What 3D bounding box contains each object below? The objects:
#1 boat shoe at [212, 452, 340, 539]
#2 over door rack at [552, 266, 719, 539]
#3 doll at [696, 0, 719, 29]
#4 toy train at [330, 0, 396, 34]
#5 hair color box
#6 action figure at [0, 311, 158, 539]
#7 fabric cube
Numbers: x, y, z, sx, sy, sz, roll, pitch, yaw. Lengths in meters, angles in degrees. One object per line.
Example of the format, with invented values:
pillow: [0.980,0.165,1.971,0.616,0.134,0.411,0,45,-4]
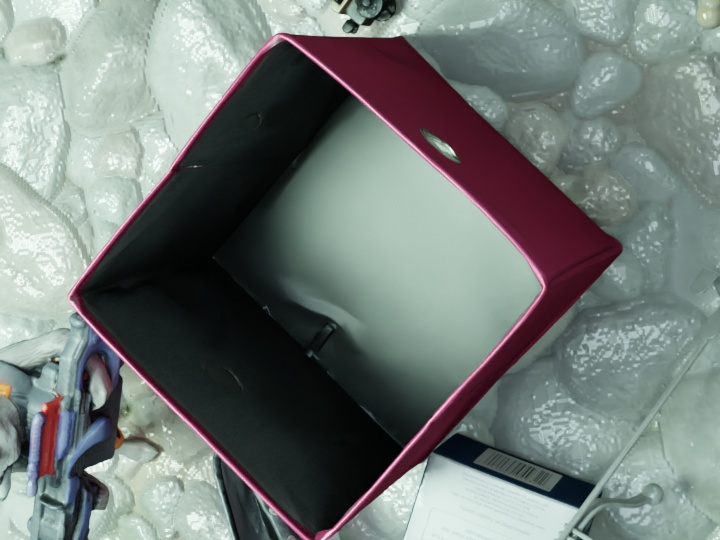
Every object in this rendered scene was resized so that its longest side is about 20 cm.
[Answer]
boat shoe: [-0.042,0.193,1.072,0.072,0.068,0.200,-39,60,45]
over door rack: [0.208,0.116,0.974,0.148,0.067,0.200,26,85,48]
doll: [0.253,-0.153,0.974,0.136,0.048,0.200,-24,90,9]
toy train: [0.041,-0.227,1.046,0.046,0.034,0.200,39,107,14]
hair color box: [0.066,0.211,1.077,0.100,0.061,0.200,20,102,15]
action figure: [-0.190,0.103,1.081,0.105,0.193,0.200,15,102,17]
fabric cube: [0.000,0.000,1.001,0.196,0.199,0.200,44,108,10]
